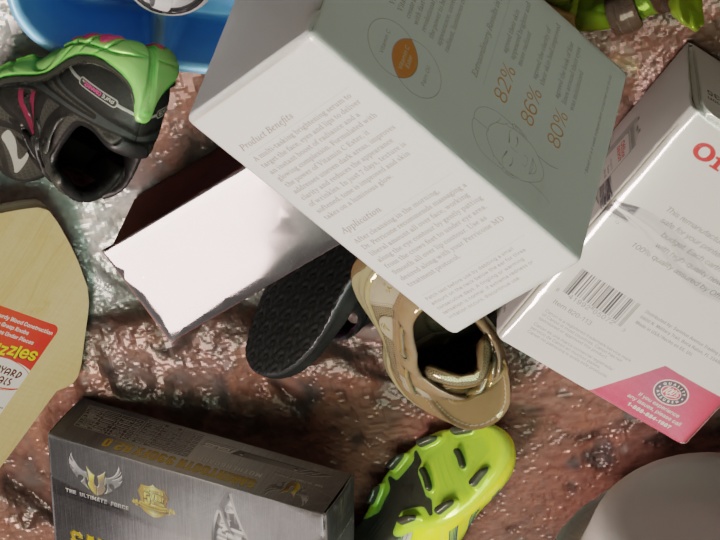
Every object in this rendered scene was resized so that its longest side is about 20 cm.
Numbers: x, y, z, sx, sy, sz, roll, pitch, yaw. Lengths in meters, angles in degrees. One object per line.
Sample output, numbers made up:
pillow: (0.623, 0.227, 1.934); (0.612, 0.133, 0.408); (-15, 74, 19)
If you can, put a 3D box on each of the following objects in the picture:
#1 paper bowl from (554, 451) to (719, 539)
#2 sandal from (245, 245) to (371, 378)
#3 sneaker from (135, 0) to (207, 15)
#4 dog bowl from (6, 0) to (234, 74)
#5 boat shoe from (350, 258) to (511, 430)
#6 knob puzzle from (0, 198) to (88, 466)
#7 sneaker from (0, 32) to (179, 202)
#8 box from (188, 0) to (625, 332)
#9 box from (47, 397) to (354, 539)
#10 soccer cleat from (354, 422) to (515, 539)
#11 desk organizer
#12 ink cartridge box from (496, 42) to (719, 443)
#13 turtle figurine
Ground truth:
paper bowl: (0.216, 0.190, 1.724); (0.200, 0.201, 0.105); (-4, 123, 6)
sandal: (0.001, 0.000, 1.689); (0.048, 0.076, 0.201); (23, 124, -32)
sneaker: (-0.105, -0.233, 1.483); (0.075, 0.115, 0.201); (-1, 100, 0)
dog bowl: (-0.112, -0.167, 1.594); (0.199, 0.050, 0.112); (6, 124, -1)
boat shoe: (0.052, 0.053, 1.683); (0.071, 0.065, 0.200); (-37, 144, 0)
knob puzzle: (-0.254, 0.034, 1.715); (0.219, 0.030, 0.220); (-19, 132, -22)
sneaker: (-0.172, -0.079, 1.596); (0.076, 0.084, 0.200); (13, 165, -25)
box: (0.029, -0.094, 1.504); (0.200, 0.153, 0.106); (39, 135, -21)
box: (-0.101, 0.180, 1.784); (0.199, 0.048, 0.159); (15, 127, 20)
soccer cleat: (0.040, 0.172, 1.816); (0.084, 0.065, 0.200); (18, 124, -42)
desk organizer: (-0.048, -0.047, 1.648); (0.199, 0.077, 0.072); (-30, 109, 21)
ink cartridge box: (0.196, -0.014, 1.659); (0.146, 0.083, 0.200); (30, 121, -16)
turtle figurine: (0.114, -0.140, 1.589); (0.161, 0.065, 0.200); (-20, 125, 35)
